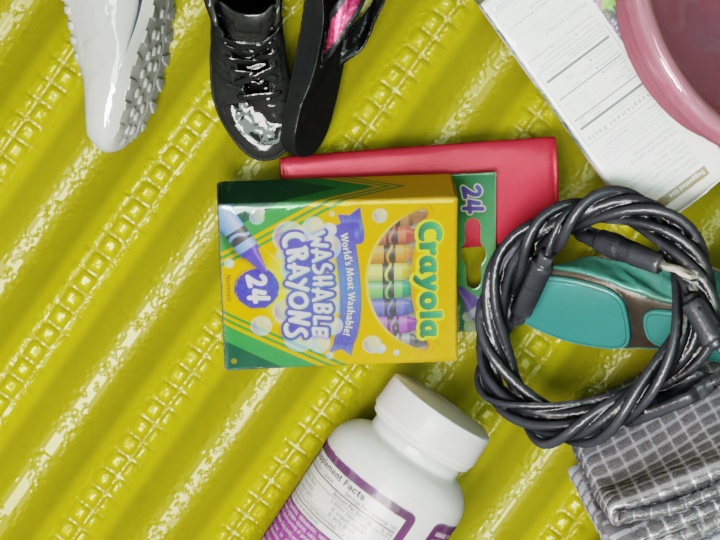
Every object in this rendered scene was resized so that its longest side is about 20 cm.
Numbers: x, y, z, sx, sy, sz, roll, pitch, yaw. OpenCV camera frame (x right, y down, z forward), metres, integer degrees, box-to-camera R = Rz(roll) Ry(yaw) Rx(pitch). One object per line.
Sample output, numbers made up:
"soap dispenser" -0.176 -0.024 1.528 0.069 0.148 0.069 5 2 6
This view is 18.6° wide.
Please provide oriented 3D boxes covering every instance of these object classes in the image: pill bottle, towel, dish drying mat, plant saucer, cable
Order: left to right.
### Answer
"pill bottle" 0.004 0.178 1.558 0.112 0.112 0.201 33 96 -7
"dish drying mat" 0.043 -0.052 1.568 0.198 0.018 0.078 -4 109 -2
"cable" 0.153 0.035 1.516 0.199 0.051 0.164 -23 93 32
"towel" 0.244 0.122 1.530 0.199 0.166 0.086 -25 121 3
"plant saucer" 0.245 -0.168 1.504 0.199 0.051 0.203 15 64 -33

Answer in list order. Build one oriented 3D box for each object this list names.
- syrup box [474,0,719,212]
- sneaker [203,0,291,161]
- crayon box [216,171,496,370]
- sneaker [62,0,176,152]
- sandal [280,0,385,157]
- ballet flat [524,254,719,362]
"syrup box" 0.168 -0.131 1.533 0.081 0.079 0.201 -37 98 6
"sneaker" -0.080 -0.170 1.503 0.059 0.104 0.202 -9 99 -2
"crayon box" 0.000 0.000 1.547 0.198 0.052 0.127 -3 113 -3
"sneaker" -0.173 -0.184 1.521 0.080 0.076 0.202 9 94 7
"sandal" -0.010 -0.174 1.518 0.045 0.075 0.202 17 103 25
"ballet flat" 0.203 0.021 1.561 0.198 0.071 0.068 10 130 25
